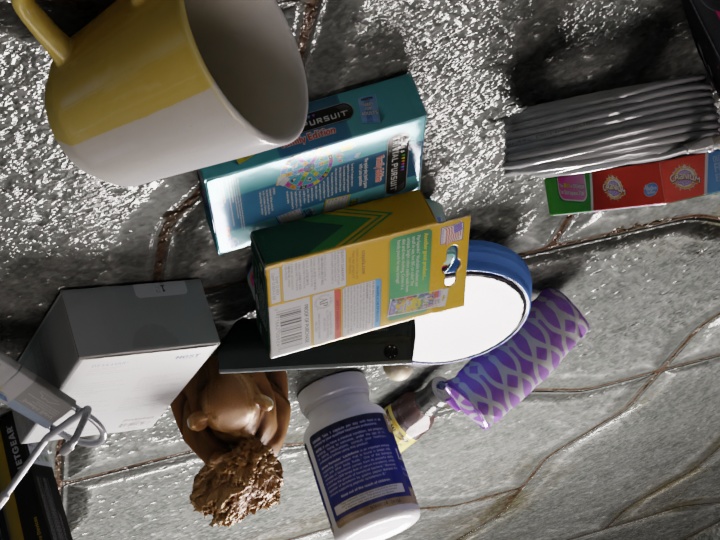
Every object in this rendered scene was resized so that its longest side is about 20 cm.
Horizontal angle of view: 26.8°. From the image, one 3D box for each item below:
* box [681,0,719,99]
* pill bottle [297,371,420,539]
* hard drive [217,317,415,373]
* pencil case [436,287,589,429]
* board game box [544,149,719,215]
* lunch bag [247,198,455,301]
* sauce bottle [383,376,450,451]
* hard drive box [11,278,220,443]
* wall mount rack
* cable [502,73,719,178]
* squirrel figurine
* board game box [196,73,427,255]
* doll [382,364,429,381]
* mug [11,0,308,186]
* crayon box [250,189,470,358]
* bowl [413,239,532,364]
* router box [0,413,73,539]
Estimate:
[{"bbox_3d":[0.354,-0.204,1.325,0.105,0.123,0.200,-26,156,11],"label":"box"},{"bbox_3d":[-0.007,0.238,1.917,0.115,0.201,0.116,-17,159,-7],"label":"pill bottle"},{"bbox_3d":[-0.043,0.073,1.588,0.198,0.033,0.140,-3,-170,4],"label":"hard drive"},{"bbox_3d":[0.192,0.110,1.871,0.200,0.084,0.085,-40,-176,-10],"label":"pencil case"},{"bbox_3d":[0.302,-0.093,1.516,0.152,0.041,0.200,-13,-176,-26],"label":"board game box"},{"bbox_3d":[-0.007,-0.001,1.536,0.198,0.078,0.161,-6,153,-28],"label":"lunch bag"},{"bbox_3d":[0.059,0.208,2.085,0.066,0.066,0.200,-2,149,-37],"label":"sauce bottle"},{"bbox_3d":[-0.256,0.095,1.546,0.155,0.077,0.200,-4,153,-34],"label":"hard drive box"},{"bbox_3d":[-0.355,0.149,1.470,0.199,0.075,0.173,36,137,-18],"label":"wall mount rack"},{"bbox_3d":[0.225,-0.128,1.374,0.198,0.070,0.200,-10,-177,-8],"label":"cable"},{"bbox_3d":[-0.135,0.179,1.673,0.140,0.202,0.187,-9,168,-8],"label":"squirrel figurine"},{"bbox_3d":[-0.044,-0.092,1.341,0.198,0.047,0.151,-17,158,-8],"label":"board game box"},{"bbox_3d":[0.098,0.083,1.852,0.136,0.049,0.200,3,147,-42],"label":"doll"},{"bbox_3d":[-0.147,-0.148,1.061,0.152,0.188,0.149,-22,-168,27],"label":"mug"},{"bbox_3d":[0.000,0.000,1.412,0.198,0.052,0.126,-14,137,-13],"label":"crayon box"},{"bbox_3d":[0.099,0.041,1.707,0.199,0.040,0.201,-7,144,-5],"label":"bowl"},{"bbox_3d":[-0.408,0.282,1.677,0.156,0.201,0.052,-26,160,13],"label":"router box"}]
